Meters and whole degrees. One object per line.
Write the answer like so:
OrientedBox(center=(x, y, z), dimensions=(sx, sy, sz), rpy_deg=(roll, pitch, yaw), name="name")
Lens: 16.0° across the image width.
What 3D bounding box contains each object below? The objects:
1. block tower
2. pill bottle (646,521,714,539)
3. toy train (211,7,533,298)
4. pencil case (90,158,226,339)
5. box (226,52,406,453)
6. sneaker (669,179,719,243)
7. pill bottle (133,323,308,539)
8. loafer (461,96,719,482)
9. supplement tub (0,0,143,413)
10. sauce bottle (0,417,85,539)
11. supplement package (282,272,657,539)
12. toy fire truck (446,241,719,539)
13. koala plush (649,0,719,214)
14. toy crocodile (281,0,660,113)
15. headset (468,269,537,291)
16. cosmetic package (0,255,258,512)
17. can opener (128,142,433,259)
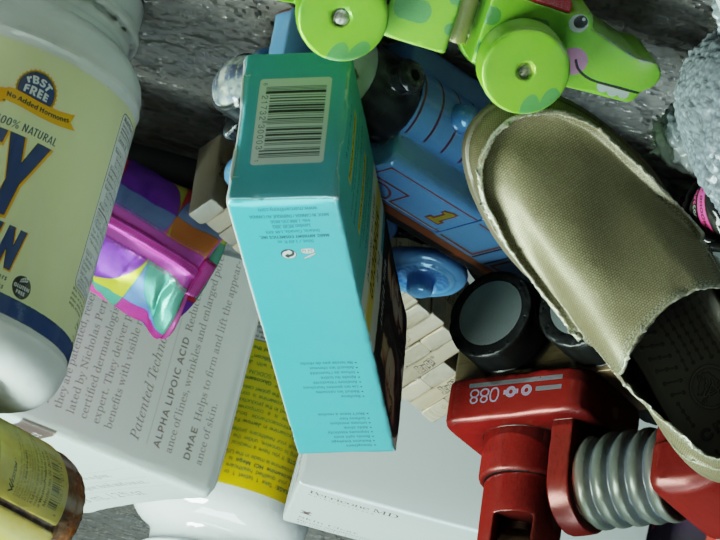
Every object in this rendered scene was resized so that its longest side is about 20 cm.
OrientedBox(center=(0.000, 0.000, 1.343), dimensions=(0.058, 0.054, 0.200), rpy_deg=(-34, 121, 28), name="block tower")
OrientedBox(center=(0.222, 0.146, 1.472), dimensions=(0.111, 0.200, 0.111), rpy_deg=(12, 162, 4), name="pill bottle")
OrientedBox(center=(0.024, -0.055, 1.217), dimensions=(0.114, 0.087, 0.200), rpy_deg=(-16, 144, 41), name="toy train")
OrientedBox(center=(-0.164, -0.044, 1.324), dimensions=(0.200, 0.088, 0.088), rpy_deg=(30, 159, -12), name="pencil case")
OrientedBox(center=(-0.016, -0.003, 1.150), dimensions=(0.049, 0.082, 0.200), rpy_deg=(-1, 144, 9), name="box")
OrientedBox(center=(0.173, -0.025, 1.224), dimensions=(0.200, 0.077, 0.084), rpy_deg=(-10, 144, 33), name="sneaker")
OrientedBox(center=(-0.077, 0.106, 1.577), dimensions=(0.112, 0.200, 0.112), rpy_deg=(13, 162, 4), name="pill bottle")
OrientedBox(center=(0.120, 0.005, 1.081), dimensions=(0.200, 0.076, 0.067), rpy_deg=(49, 179, -3), name="loafer")
OrientedBox(center=(-0.185, -0.048, 1.193), dimensions=(0.145, 0.200, 0.145), rpy_deg=(12, 162, 4), name="supplement tub")
OrientedBox(center=(-0.206, 0.078, 1.161), dimensions=(0.066, 0.066, 0.200), rpy_deg=(1, 156, 34), name="sauce bottle")
OrientedBox(center=(0.072, 0.088, 1.484), dimensions=(0.200, 0.156, 0.111), rpy_deg=(15, 162, -1), name="supplement package")
OrientedBox(center=(0.113, 0.095, 1.172), dimensions=(0.176, 0.200, 0.129), rpy_deg=(-8, 149, 32), name="toy fire truck")
OrientedBox(center=(0.214, -0.041, 1.043), dimensions=(0.200, 0.184, 0.177), rpy_deg=(32, 157, 13), name="koala plush")
OrientedBox(center=(0.032, -0.115, 1.069), dimensions=(0.200, 0.062, 0.068), rpy_deg=(15, -159, -11), name="toy crocodile")
OrientedBox(center=(0.143, 0.032, 1.361), dimensions=(0.200, 0.094, 0.123), rpy_deg=(28, 159, -19), name="headset")
OrientedBox(center=(-0.186, 0.030, 1.484), dimensions=(0.200, 0.165, 0.165), rpy_deg=(24, 158, -29), name="cosmetic package")
OrientedBox(center=(-0.054, -0.037, 1.395), dimensions=(0.200, 0.053, 0.067), rpy_deg=(12, 128, 1), name="can opener")
